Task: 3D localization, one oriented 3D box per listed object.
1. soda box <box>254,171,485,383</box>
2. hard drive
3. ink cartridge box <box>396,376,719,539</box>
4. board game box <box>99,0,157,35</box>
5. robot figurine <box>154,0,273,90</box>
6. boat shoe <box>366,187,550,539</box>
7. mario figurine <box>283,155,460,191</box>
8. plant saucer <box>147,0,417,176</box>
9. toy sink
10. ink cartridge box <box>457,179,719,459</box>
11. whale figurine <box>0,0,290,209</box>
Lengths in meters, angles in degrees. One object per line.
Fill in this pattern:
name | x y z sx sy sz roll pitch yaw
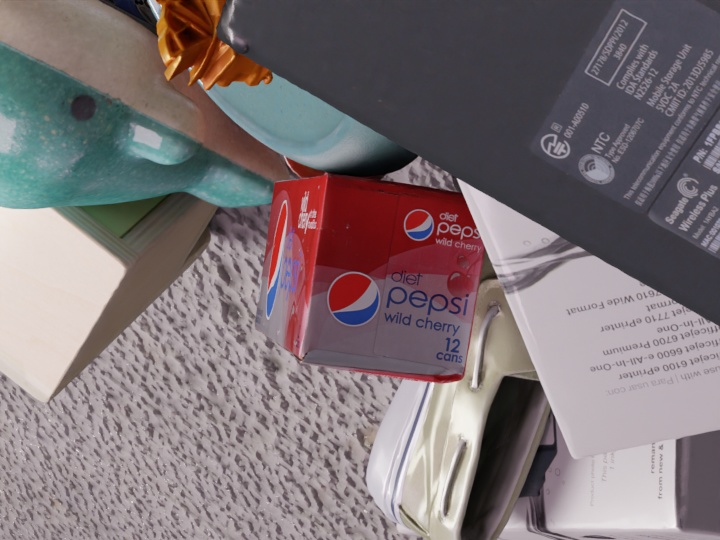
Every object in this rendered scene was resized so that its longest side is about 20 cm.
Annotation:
soda box | 0.000 0.000 0.850 0.063 0.071 0.200 9 -179 -8
hard drive | 0.066 -0.063 0.571 0.199 0.033 0.140 29 142 1
ink cartridge box | 0.131 0.085 0.972 0.145 0.087 0.199 11 166 -33
board game box | -0.111 -0.198 0.947 0.199 0.056 0.197 29 150 18
robot figurine | -0.052 -0.172 0.713 0.145 0.058 0.202 -38 65 53
boat shoe | 0.065 0.027 0.909 0.062 0.072 0.202 33 112 39
mario figurine | 0.013 -0.088 0.901 0.124 0.105 0.200 57 149 12
plant saucer | -0.042 -0.122 0.826 0.200 0.027 0.201 40 147 33
toy sink | -0.146 -0.048 1.123 0.130 0.200 0.112 38 123 3
ink cartridge box | 0.087 -0.058 0.765 0.083 0.145 0.201 -14 118 19
whale figurine | -0.127 -0.066 0.998 0.199 0.104 0.159 29 178 -43
